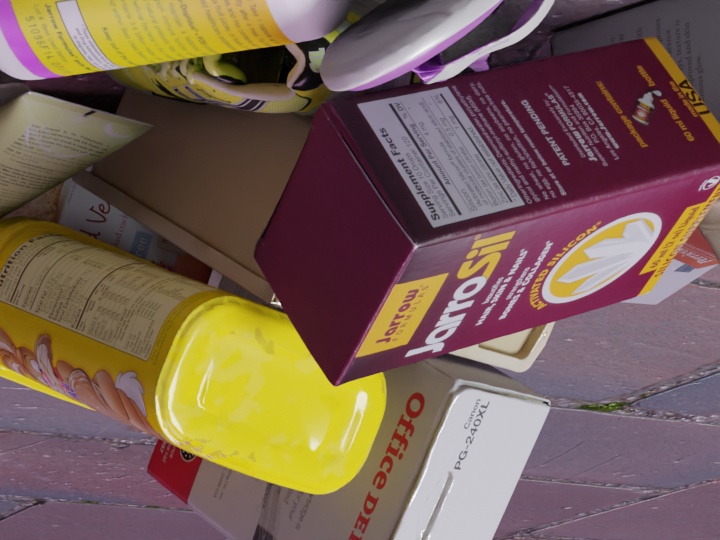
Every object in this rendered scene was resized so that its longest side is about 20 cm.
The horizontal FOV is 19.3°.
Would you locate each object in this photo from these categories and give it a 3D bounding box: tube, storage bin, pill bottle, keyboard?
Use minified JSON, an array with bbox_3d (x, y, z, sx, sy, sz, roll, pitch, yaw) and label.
[{"bbox_3d":[-0.198,-0.050,1.108,0.200,0.052,0.058,-24,-165,43],"label":"tube"},{"bbox_3d":[-0.013,-0.036,1.145,0.198,0.094,0.200,17,-172,-41],"label":"storage bin"},{"bbox_3d":[-0.069,-0.146,0.922,0.200,0.104,0.104,-6,163,16],"label":"pill bottle"},{"bbox_3d":[0.239,-0.004,1.594,0.056,0.011,0.200,-1,164,-18],"label":"keyboard"}]

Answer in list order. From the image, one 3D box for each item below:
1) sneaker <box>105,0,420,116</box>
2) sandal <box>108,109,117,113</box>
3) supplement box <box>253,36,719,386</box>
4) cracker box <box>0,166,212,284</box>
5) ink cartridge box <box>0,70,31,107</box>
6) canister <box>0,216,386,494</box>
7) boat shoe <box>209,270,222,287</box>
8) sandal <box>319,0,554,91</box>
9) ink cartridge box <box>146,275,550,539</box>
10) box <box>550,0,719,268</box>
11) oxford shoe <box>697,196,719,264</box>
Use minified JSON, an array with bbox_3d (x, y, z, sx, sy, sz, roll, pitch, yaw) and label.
[{"bbox_3d":[-0.065,-0.114,1.018,0.200,0.075,0.076,6,-174,41],"label":"sneaker"},{"bbox_3d":[-0.184,-0.053,1.322,0.075,0.048,0.200,13,157,-40],"label":"sandal"},{"bbox_3d":[0.064,-0.030,0.989,0.200,0.086,0.110,-15,150,-33],"label":"supplement box"},{"bbox_3d":[-0.188,-0.010,1.231,0.200,0.134,0.058,18,162,-6],"label":"cracker box"},{"bbox_3d":[-0.253,-0.100,1.127,0.200,0.067,0.117,-5,163,11],"label":"ink cartridge box"},{"bbox_3d":[-0.100,0.042,1.077,0.148,0.087,0.200,25,175,-40],"label":"canister"},{"bbox_3d":[-0.080,-0.014,1.342,0.060,0.072,0.202,-9,-162,-32],"label":"boat shoe"},{"bbox_3d":[0.054,-0.116,0.946,0.082,0.050,0.203,-19,-164,37],"label":"sandal"},{"bbox_3d":[-0.011,0.093,1.159,0.083,0.145,0.200,16,-169,-45],"label":"ink cartridge box"},{"bbox_3d":[0.228,-0.084,1.149,0.200,0.106,0.152,-15,159,37],"label":"box"},{"bbox_3d":[0.221,-0.005,1.093,0.070,0.075,0.200,-9,159,32],"label":"oxford shoe"}]
